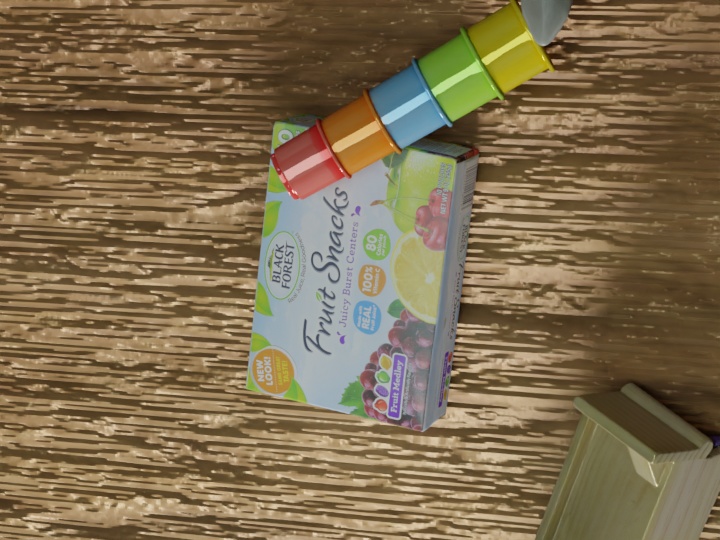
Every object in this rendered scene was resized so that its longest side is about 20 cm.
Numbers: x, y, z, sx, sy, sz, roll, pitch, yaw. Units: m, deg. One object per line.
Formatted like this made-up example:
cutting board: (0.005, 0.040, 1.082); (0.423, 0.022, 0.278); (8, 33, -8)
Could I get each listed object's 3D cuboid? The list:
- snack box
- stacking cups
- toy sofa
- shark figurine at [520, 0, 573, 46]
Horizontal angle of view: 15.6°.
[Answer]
snack box: (0.000, 0.000, 1.860); (0.142, 0.053, 0.201); (13, 107, 21)
stacking cups: (0.032, -0.112, 1.777); (0.200, 0.061, 0.061); (-30, 90, 5)
toy sofa: (0.175, 0.185, 1.826); (0.083, 0.097, 0.201); (36, 117, 38)
shark figurine: (0.079, -0.264, 1.735); (0.214, 0.089, 0.128); (40, 92, 20)
